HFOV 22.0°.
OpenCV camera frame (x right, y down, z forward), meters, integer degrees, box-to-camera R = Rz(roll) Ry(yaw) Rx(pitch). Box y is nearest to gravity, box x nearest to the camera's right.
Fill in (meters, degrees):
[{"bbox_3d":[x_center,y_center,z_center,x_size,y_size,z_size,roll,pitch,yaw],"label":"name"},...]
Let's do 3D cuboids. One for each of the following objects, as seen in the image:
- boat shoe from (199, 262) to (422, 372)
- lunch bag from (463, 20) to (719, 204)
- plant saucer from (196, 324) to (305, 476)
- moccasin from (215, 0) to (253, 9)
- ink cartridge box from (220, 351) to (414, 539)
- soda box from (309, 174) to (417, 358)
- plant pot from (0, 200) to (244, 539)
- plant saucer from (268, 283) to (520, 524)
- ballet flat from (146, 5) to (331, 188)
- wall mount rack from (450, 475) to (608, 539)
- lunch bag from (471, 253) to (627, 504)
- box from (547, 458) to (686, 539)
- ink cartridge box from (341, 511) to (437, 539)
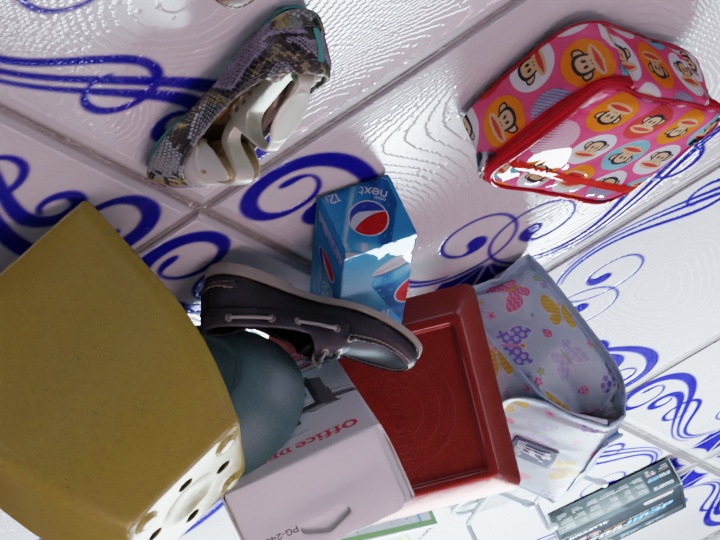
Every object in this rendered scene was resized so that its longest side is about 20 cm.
[{"bbox_3d":[-0.044,0.056,1.560,0.200,0.063,0.073,21,150,-16],"label":"boat shoe"},{"bbox_3d":[0.182,-0.120,1.522,0.200,0.082,0.176,6,145,-48],"label":"lunch bag"},{"bbox_3d":[-0.147,0.102,1.535,0.201,0.201,0.039,-20,131,-12],"label":"plant saucer"},{"bbox_3d":[-0.012,-0.221,1.113,0.201,0.078,0.074,-33,155,16],"label":"moccasin"},{"bbox_3d":[-0.057,0.154,1.575,0.145,0.200,0.083,-25,112,-7],"label":"ink cartridge box"},{"bbox_3d":[0.000,0.000,1.599,0.068,0.064,0.200,-20,156,-13],"label":"soda box"},{"bbox_3d":[-0.196,0.110,1.389,0.194,0.200,0.196,-44,162,-19],"label":"plant pot"},{"bbox_3d":[0.033,0.131,1.707,0.200,0.200,0.037,-14,-177,-3],"label":"plant saucer"},{"bbox_3d":[-0.086,-0.101,1.302,0.072,0.072,0.200,-1,147,-43],"label":"ballet flat"},{"bbox_3d":[0.227,0.303,2.432,0.200,0.075,0.174,-13,153,-28],"label":"wall mount rack"},{"bbox_3d":[0.161,0.117,1.811,0.127,0.200,0.170,-29,162,-29],"label":"lunch bag"},{"bbox_3d":[0.380,0.356,2.729,0.200,0.046,0.159,-26,156,1],"label":"box"},{"bbox_3d":[0.026,0.322,2.293,0.200,0.059,0.104,-8,151,-34],"label":"ink cartridge box"}]
